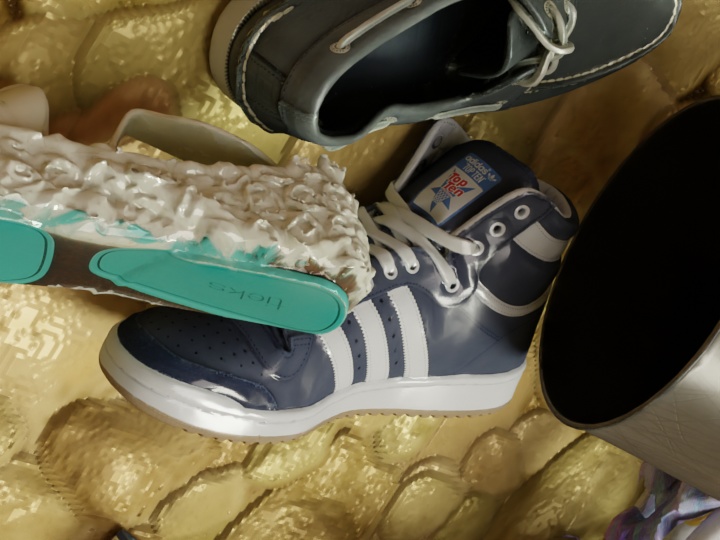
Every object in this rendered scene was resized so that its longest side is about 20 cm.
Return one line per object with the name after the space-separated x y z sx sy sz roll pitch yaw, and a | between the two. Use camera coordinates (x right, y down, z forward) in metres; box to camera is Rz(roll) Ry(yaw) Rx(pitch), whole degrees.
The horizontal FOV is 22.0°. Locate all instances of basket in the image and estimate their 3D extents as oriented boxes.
0.190 0.046 0.727 0.200 0.180 0.136 33 112 -14 | basket

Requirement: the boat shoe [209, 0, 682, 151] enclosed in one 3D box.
0.046 -0.080 0.674 0.200 0.062 0.073 -11 124 -30 | boat shoe

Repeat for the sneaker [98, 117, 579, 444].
0.000 0.000 0.687 0.200 0.070 0.109 -1 124 -43 | sneaker

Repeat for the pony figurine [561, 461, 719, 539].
0.108 0.161 0.823 0.200 0.167 0.193 -49 153 6 | pony figurine

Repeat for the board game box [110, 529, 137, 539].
-0.085 0.208 0.788 0.135 0.034 0.200 -44 135 -3 | board game box

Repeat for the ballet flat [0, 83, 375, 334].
-0.092 -0.025 0.607 0.200 0.072 0.072 11 113 -18 | ballet flat
